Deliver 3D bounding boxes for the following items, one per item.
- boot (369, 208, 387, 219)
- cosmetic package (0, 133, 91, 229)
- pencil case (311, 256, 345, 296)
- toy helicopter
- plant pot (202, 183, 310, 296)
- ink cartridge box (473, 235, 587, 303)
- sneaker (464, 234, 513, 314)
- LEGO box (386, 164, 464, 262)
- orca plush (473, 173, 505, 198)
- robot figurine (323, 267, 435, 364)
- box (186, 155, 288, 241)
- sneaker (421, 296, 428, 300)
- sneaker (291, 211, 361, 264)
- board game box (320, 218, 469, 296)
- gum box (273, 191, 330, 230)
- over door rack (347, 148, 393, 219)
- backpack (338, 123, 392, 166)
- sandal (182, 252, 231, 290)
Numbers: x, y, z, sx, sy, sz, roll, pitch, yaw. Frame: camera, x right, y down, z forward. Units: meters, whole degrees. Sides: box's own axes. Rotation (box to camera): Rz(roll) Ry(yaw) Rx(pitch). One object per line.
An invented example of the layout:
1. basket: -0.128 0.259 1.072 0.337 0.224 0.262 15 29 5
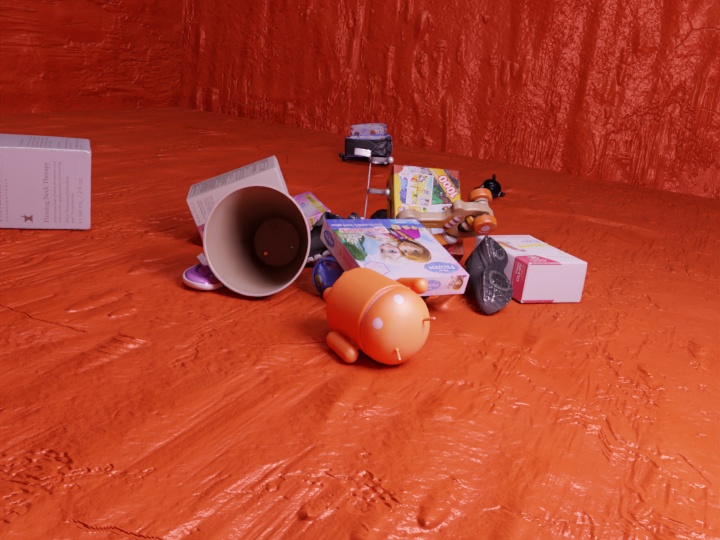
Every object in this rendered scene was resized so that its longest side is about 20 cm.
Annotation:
1. boot: -0.007 -0.098 1.792 0.171 0.070 0.200 3 19 -15
2. cosmetic package: -0.669 -0.187 1.653 0.197 0.170 0.166 -1 18 -20
3. pencil case: 0.000 0.000 1.441 0.086 0.079 0.199 -18 -2 39
4. toy helicopter: 0.163 -0.093 1.547 0.196 0.133 0.080 1 60 -11
5. plant pot: -0.169 -0.052 1.429 0.184 0.191 0.200 8 1 4
6. ink cartridge box: 0.334 -0.007 1.590 0.143 0.085 0.200 -1 18 -24
7. sneaker: 0.232 0.023 1.483 0.076 0.091 0.201 37 32 -15
8. LEGO box: 0.134 -0.112 1.670 0.146 0.203 0.077 4 -25 -10
9. orca plush: 0.416 -0.280 2.570 0.104 0.072 0.199 14 18 24
10. robot figurine: 0.026 0.065 1.167 0.142 0.119 0.199 -4 20 -34
11. box: -0.252 -0.148 1.661 0.197 0.110 0.128 -19 21 0
12. sneaker: 0.088 0.029 1.422 0.095 0.080 0.199 26 31 24
13. sneaker: -0.073 -0.070 1.549 0.197 0.092 0.067 -10 22 24
14. board game box: 0.057 -0.025 1.378 0.197 0.042 0.200 -3 34 -28
15. gum box: -0.135 -0.106 1.712 0.112 0.067 0.200 -20 23 -12
16. over door rack: 0.026 -0.167 1.645 0.065 0.150 0.200 6 4 11
17. backpack: 0.035 -0.477 2.969 0.197 0.157 0.190 7 5 11
18. sandal: -0.267 -0.014 1.437 0.081 0.051 0.203 8 17 7
